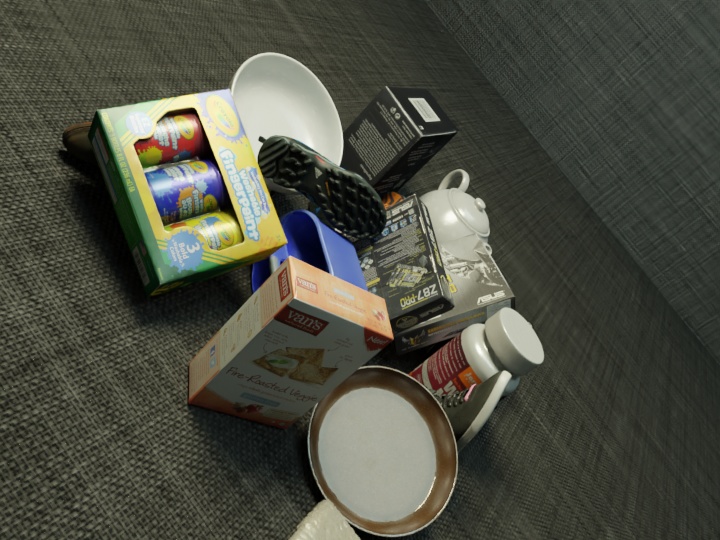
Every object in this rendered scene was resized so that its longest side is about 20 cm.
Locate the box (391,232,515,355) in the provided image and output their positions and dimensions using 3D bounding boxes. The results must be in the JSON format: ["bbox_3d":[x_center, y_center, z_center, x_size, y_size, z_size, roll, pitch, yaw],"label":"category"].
[{"bbox_3d":[0.123,0.033,1.027,0.160,0.195,0.049,-110,-175,-46],"label":"box"}]

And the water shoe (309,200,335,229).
[{"bbox_3d":[-0.042,-0.082,1.090,0.079,0.070,0.203,54,27,-36],"label":"water shoe"}]

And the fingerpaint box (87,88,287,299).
[{"bbox_3d":[-0.199,-0.094,0.759,0.164,0.073,0.204,-19,87,-34],"label":"fingerpaint box"}]

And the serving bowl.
[{"bbox_3d":[-0.118,-0.202,0.936,0.197,0.065,0.206,14,70,-41],"label":"serving bowl"}]

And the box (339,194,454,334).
[{"bbox_3d":[0.017,0.011,0.891,0.049,0.197,0.164,38,33,-51],"label":"box"}]

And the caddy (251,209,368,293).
[{"bbox_3d":[-0.075,0.018,0.838,0.104,0.141,0.203,21,38,-42],"label":"caddy"}]

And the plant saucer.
[{"bbox_3d":[0.025,0.218,0.792,0.195,0.032,0.205,12,57,-18],"label":"plant saucer"}]

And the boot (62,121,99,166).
[{"bbox_3d":[-0.264,-0.113,0.797,0.196,0.075,0.099,12,52,-29],"label":"boot"}]

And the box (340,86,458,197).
[{"bbox_3d":[0.056,-0.239,1.247,0.118,0.200,0.196,52,30,8],"label":"box"}]

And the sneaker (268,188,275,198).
[{"bbox_3d":[-0.190,-0.121,0.925,0.115,0.076,0.201,39,20,-6],"label":"sneaker"}]

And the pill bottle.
[{"bbox_3d":[0.161,0.149,0.943,0.108,0.200,0.111,32,33,-24],"label":"pill bottle"}]

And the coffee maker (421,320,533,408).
[{"bbox_3d":[0.183,0.123,1.103,0.190,0.137,0.199,30,24,18],"label":"coffee maker"}]

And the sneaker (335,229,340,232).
[{"bbox_3d":[0.000,0.000,0.972,0.203,0.070,0.114,-77,148,-42],"label":"sneaker"}]

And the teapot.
[{"bbox_3d":[0.194,-0.096,1.324,0.202,0.146,0.196,52,30,9],"label":"teapot"}]

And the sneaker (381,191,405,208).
[{"bbox_3d":[0.033,-0.097,1.177,0.111,0.077,0.203,34,33,-25],"label":"sneaker"}]

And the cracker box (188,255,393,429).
[{"bbox_3d":[-0.078,0.086,0.695,0.132,0.200,0.059,24,36,-34],"label":"cracker box"}]

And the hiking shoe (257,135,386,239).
[{"bbox_3d":[-0.045,-0.119,0.858,0.198,0.075,0.087,35,16,-21],"label":"hiking shoe"}]

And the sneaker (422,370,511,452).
[{"bbox_3d":[0.114,0.181,0.865,0.099,0.202,0.070,42,36,13],"label":"sneaker"}]

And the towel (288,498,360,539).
[{"bbox_3d":[-0.011,0.346,0.657,0.201,0.034,0.132,52,28,7],"label":"towel"}]
